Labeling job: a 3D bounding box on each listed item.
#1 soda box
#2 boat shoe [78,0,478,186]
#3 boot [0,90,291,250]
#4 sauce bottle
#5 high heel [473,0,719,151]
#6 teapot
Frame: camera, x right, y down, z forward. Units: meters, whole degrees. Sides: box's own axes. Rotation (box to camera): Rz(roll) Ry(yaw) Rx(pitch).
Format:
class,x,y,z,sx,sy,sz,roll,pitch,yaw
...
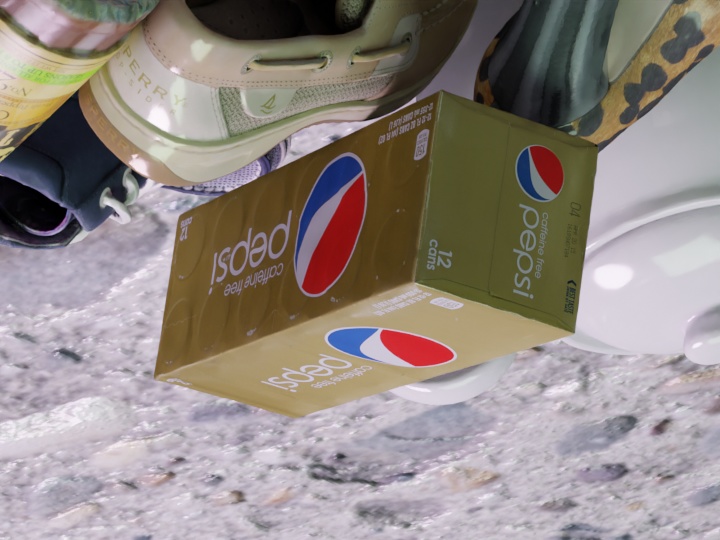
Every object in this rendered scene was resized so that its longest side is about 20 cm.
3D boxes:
class,x,y,z,sx,sy,sz,roll,pitch,yaw
soda box,0.000,0.000,0.965,0.064,0.068,0.200,16,162,-25
boat shoe,-0.011,-0.091,0.908,0.200,0.072,0.065,-32,163,-50
boot,-0.099,-0.042,1.016,0.073,0.091,0.199,-32,145,34
sauce bottle,-0.138,-0.053,0.874,0.064,0.065,0.200,11,145,-35
high heel,0.125,-0.106,0.962,0.199,0.071,0.143,-26,153,-29
teapot,0.115,-0.031,1.054,0.197,0.147,0.200,9,147,-31
